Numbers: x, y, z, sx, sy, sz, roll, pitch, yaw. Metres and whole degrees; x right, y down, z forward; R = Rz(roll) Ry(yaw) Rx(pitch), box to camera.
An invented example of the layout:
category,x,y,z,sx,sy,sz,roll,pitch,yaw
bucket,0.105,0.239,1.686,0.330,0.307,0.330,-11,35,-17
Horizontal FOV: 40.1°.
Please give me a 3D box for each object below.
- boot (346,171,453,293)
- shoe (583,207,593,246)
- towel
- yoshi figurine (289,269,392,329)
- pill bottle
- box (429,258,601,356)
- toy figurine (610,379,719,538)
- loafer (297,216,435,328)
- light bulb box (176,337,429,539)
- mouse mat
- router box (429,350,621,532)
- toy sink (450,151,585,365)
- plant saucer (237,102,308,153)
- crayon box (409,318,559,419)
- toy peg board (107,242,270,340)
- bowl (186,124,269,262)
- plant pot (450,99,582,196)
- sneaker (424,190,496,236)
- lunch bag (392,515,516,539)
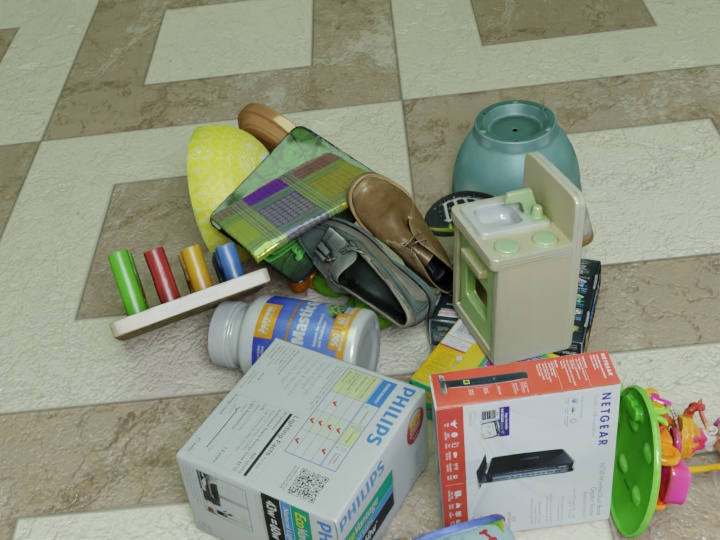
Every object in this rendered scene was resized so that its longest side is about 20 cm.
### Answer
category,x,y,z,sx,sy,sz,roll,pitch,yaw
boot,0.060,-0.045,1.225,0.074,0.200,0.075,-45,34,0
shoe,0.220,-0.035,1.286,0.198,0.054,0.070,-25,41,-21
towel,-0.078,-0.086,1.251,0.198,0.023,0.143,-31,36,-19
yoshi figurine,-0.010,0.019,1.304,0.198,0.113,0.112,24,65,30
pill bottle,-0.083,0.090,1.216,0.197,0.113,0.113,7,41,17
box,0.202,0.041,1.277,0.197,0.046,0.160,7,42,18
toy figurine,0.359,0.189,1.030,0.181,0.152,0.201,5,24,-4
loafer,0.000,0.000,1.207,0.199,0.072,0.063,33,32,14
light bulb box,-0.055,0.203,1.064,0.198,0.126,0.199,16,44,26
mouse mat,-0.081,-0.092,1.305,0.160,0.008,0.201,33,67,16
router box,0.164,0.180,0.994,0.176,0.202,0.049,-8,38,0
toy sink,0.174,-0.015,1.140,0.110,0.202,0.131,-11,35,-15
plant saucer,-0.109,-0.159,1.457,0.199,0.201,0.032,31,68,38
crayon box,0.170,0.142,1.150,0.198,0.059,0.119,20,47,30
toy peg board,-0.231,0.009,1.263,0.197,0.099,0.200,-20,-1,-12
bowl,-0.156,-0.114,1.395,0.106,0.202,0.202,-10,38,12
plant pot,0.228,-0.164,1.450,0.197,0.136,0.202,-5,40,4
sneaker,0.183,-0.058,1.358,0.197,0.082,0.075,-1,44,-8
lunch bag,0.073,0.330,0.877,0.197,0.129,0.170,-14,32,-12
